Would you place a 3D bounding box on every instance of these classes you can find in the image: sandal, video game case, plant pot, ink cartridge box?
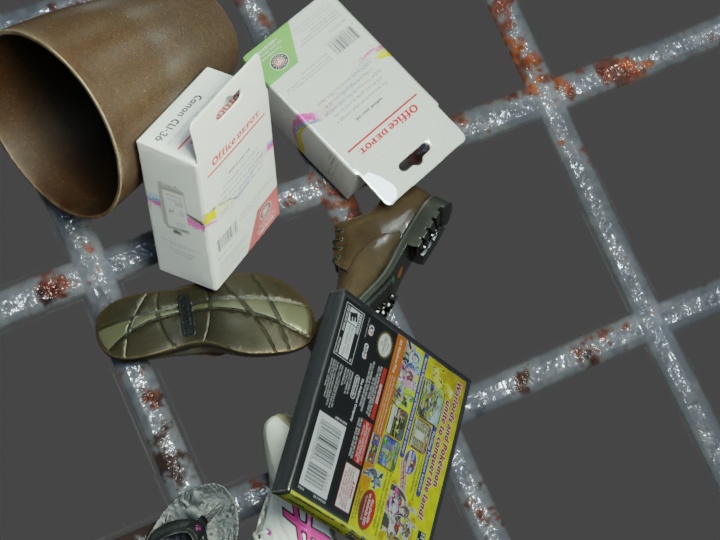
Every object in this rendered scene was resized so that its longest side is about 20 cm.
[{"bbox_3d":[-0.141,0.053,1.654,0.199,0.055,0.082,-9,71,-1],"label":"sandal"},{"bbox_3d":[0.014,0.147,1.618,0.181,0.025,0.201,36,57,-34],"label":"video game case"},{"bbox_3d":[-0.212,-0.177,1.642,0.200,0.187,0.187,-37,86,-34],"label":"plant pot"},{"bbox_3d":[-0.135,-0.096,1.600,0.067,0.201,0.117,21,51,21],"label":"ink cartridge box"},{"bbox_3d":[-0.176,0.271,1.584,0.075,0.048,0.201,42,71,0],"label":"sandal"},{"bbox_3d":[-0.009,-0.154,1.723,0.117,0.067,0.200,-41,82,-20],"label":"ink cartridge box"}]

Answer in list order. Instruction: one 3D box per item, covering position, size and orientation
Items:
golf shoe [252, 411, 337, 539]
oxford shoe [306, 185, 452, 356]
[{"bbox_3d":[-0.061,0.228,1.611,0.092,0.073,0.201,-14,79,-15],"label":"golf shoe"},{"bbox_3d":[0.000,0.000,1.699,0.084,0.073,0.200,30,68,14],"label":"oxford shoe"}]
